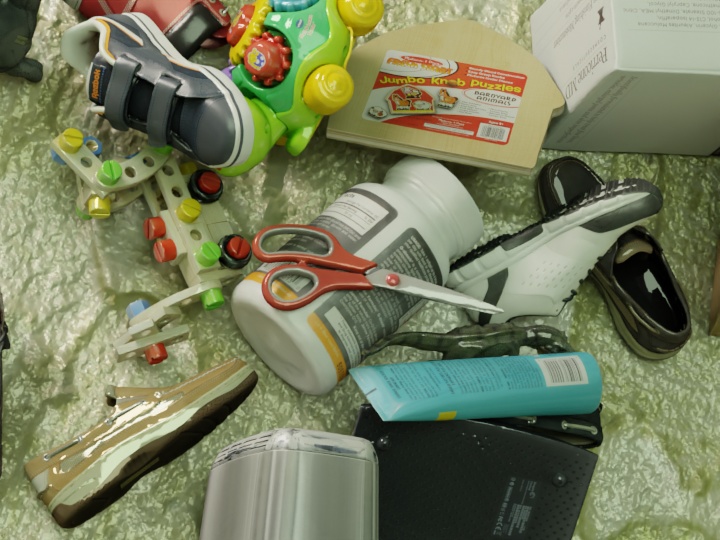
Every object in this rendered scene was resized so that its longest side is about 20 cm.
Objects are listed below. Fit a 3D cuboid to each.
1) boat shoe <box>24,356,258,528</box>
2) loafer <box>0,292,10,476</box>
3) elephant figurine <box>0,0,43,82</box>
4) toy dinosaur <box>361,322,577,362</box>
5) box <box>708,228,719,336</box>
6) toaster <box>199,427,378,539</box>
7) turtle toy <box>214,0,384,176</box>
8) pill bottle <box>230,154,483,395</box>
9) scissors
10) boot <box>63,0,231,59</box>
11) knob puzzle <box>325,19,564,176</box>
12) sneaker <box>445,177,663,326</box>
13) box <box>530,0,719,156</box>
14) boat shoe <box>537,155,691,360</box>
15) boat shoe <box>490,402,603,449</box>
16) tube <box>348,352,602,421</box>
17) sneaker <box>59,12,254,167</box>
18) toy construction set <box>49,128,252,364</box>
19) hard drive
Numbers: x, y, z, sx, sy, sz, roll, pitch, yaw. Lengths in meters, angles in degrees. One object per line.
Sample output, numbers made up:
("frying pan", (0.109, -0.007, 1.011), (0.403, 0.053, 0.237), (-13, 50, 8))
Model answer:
("boat shoe", (-0.177, 0.119, 1.669), (0.200, 0.072, 0.076), (-34, 74, -20))
("loafer", (-0.306, 0.073, 1.654), (0.063, 0.072, 0.200), (12, 77, -32))
("elephant figurine", (-0.358, -0.250, 1.696), (0.200, 0.155, 0.141), (32, 30, 22))
("toy dinosaur", (0.077, 0.068, 1.728), (0.200, 0.088, 0.047), (-2, 70, -24))
("box", (0.329, -0.047, 1.775), (0.021, 0.200, 0.164), (11, 73, 3))
("toaster", (-0.053, 0.197, 1.607), (0.114, 0.200, 0.129), (9, 73, -23))
("turtle toy", (-0.068, -0.163, 1.727), (0.101, 0.146, 0.200), (27, 70, -15))
("pill bottle", (0.000, 0.000, 1.720), (0.200, 0.116, 0.116), (-41, 88, -21))
("scissors", (0.014, -0.001, 1.650), (0.200, 0.014, 0.073), (1, 65, -5))
("boot", (-0.143, -0.272, 1.784), (0.144, 0.072, 0.200), (33, 78, -4))
("knob puzzle", (0.076, -0.150, 1.791), (0.220, 0.030, 0.220), (3, 40, -2))
("sneaker", (0.171, -0.012, 1.761), (0.200, 0.074, 0.080), (-28, 94, 22))
("box", (0.272, -0.192, 1.799), (0.200, 0.199, 0.131), (1, 74, -15))
("boat shoe", (0.228, -0.018, 1.807), (0.074, 0.073, 0.200), (-33, 85, -20))
("boat shoe", (0.111, 0.124, 1.737), (0.200, 0.076, 0.060), (-4, 70, -15))
("tube", (0.096, 0.094, 1.672), (0.200, 0.077, 0.050), (-1, 113, -23))
("sneaker", (-0.167, -0.139, 1.663), (0.079, 0.078, 0.200), (-11, 37, -38))
("toy construction set", (-0.168, -0.027, 1.695), (0.131, 0.092, 0.200), (-12, 84, -35))
("hard drive", (0.080, 0.177, 1.699), (0.200, 0.042, 0.135), (12, 108, -10))
